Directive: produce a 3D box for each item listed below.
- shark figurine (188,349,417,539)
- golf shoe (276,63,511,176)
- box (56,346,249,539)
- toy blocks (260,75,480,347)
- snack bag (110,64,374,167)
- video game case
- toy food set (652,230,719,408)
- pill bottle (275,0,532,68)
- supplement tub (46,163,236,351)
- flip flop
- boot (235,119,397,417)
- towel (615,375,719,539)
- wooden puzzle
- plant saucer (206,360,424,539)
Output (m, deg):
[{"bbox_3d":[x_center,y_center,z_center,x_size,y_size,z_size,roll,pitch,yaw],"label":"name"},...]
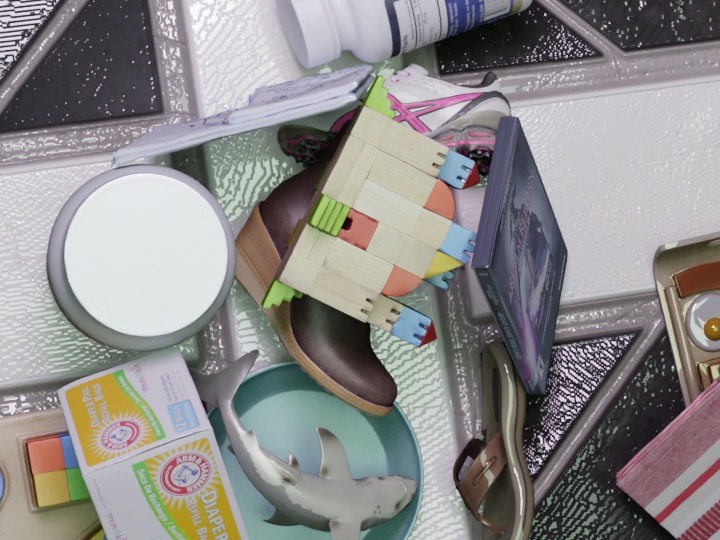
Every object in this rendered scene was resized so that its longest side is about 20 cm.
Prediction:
[{"bbox_3d":[-0.066,0.170,1.609,0.214,0.089,0.128,36,49,-14],"label":"shark figurine"},{"bbox_3d":[0.028,-0.127,1.674,0.200,0.073,0.092,0,70,-10],"label":"golf shoe"},{"bbox_3d":[-0.150,0.177,1.528,0.101,0.113,0.200,-20,126,-7],"label":"box"},{"bbox_3d":[0.028,-0.032,1.546,0.137,0.100,0.200,26,92,-7],"label":"toy blocks"},{"bbox_3d":[-0.089,-0.127,1.577,0.200,0.189,0.021,-14,100,8],"label":"snack bag"},{"bbox_3d":[0.131,-0.009,1.608,0.019,0.200,0.143,1,58,19],"label":"video game case"},{"bbox_3d":[0.346,0.059,1.721,0.143,0.060,0.200,-14,91,-10],"label":"toy food set"},{"bbox_3d":[0.034,-0.239,1.653,0.200,0.111,0.111,-20,92,-10],"label":"pill bottle"},{"bbox_3d":[-0.174,-0.009,1.565,0.145,0.200,0.145,0,88,-10],"label":"supplement tub"},{"bbox_3d":[0.106,0.159,1.667,0.058,0.081,0.200,1,84,-18],"label":"flip flop"},{"bbox_3d":[0.000,0.000,1.604,0.166,0.072,0.200,-44,81,16],"label":"boot"},{"bbox_3d":[0.334,0.193,1.702,0.200,0.023,0.144,43,102,-15],"label":"towel"},{"bbox_3d":[-0.274,0.211,1.620,0.200,0.046,0.185,-10,90,-10],"label":"wooden puzzle"},{"bbox_3d":[-0.048,0.174,1.664,0.200,0.036,0.200,0,89,-9],"label":"plant saucer"}]
